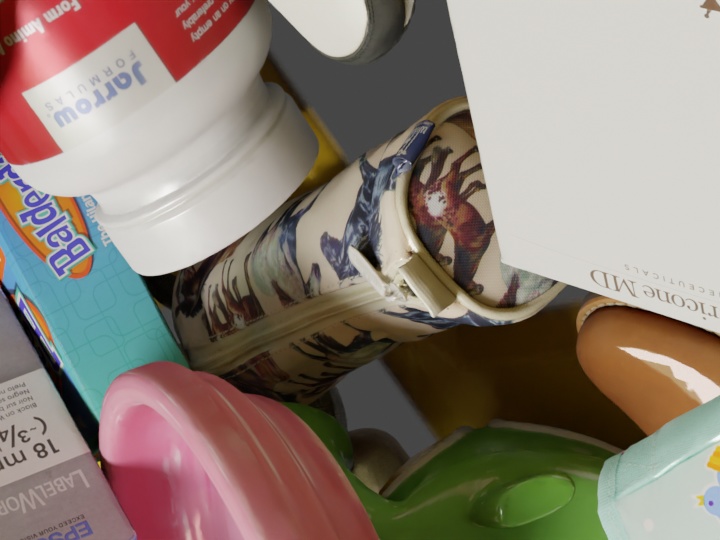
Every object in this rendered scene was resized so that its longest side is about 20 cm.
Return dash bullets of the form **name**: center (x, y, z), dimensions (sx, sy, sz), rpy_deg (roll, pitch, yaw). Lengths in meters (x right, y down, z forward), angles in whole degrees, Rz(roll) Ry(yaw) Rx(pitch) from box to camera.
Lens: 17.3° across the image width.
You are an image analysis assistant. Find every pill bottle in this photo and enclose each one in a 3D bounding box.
- **pill bottle**: center (-0.103, -0.101, 0.840), dimensions (0.112, 0.112, 0.201), rpy_deg (-7, 124, 51)

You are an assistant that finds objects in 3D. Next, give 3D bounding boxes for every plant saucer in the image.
- **plant saucer**: center (-0.031, 0.124, 0.832), dimensions (0.201, 0.051, 0.202), rpy_deg (51, 152, 41)

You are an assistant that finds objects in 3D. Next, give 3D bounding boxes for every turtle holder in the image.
- **turtle holder**: center (0.047, 0.124, 0.901), dimensions (0.184, 0.132, 0.142), rpy_deg (1, 104, -5)

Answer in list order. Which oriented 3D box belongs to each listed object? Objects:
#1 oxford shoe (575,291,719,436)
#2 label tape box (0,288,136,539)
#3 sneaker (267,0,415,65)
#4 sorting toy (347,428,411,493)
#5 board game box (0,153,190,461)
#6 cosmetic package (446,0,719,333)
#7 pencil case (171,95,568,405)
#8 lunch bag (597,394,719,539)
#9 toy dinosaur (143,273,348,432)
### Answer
- **oxford shoe**: center (0.146, 0.084, 0.829), dimensions (0.200, 0.071, 0.071), rpy_deg (42, 150, 4)
- **label tape box**: center (-0.129, 0.126, 0.917), dimensions (0.201, 0.063, 0.145), rpy_deg (56, 155, 31)
- **sneaker**: center (-0.058, -0.142, 0.776), dimensions (0.073, 0.080, 0.200), rpy_deg (-14, 120, 52)
- **sorting toy**: center (-0.006, 0.150, 1.117), dimensions (0.199, 0.037, 0.186), rpy_deg (-14, 118, 49)
- **board game box**: center (-0.142, -0.018, 0.966), dimensions (0.201, 0.045, 0.152), rpy_deg (61, 161, 4)
- **cosmetic package**: center (0.087, -0.086, 0.675), dimensions (0.107, 0.085, 0.201), rpy_deg (17, 139, 33)
- **pencil case**: center (0.000, 0.000, 0.870), dimensions (0.200, 0.089, 0.078), rpy_deg (-26, 92, 57)
- **lunch bag**: center (0.189, 0.090, 0.703), dimensions (0.170, 0.122, 0.200), rpy_deg (-32, 109, 36)
- **toy dinosaur**: center (-0.039, 0.066, 1.006), dimensions (0.102, 0.077, 0.202), rpy_deg (-24, 70, 37)
